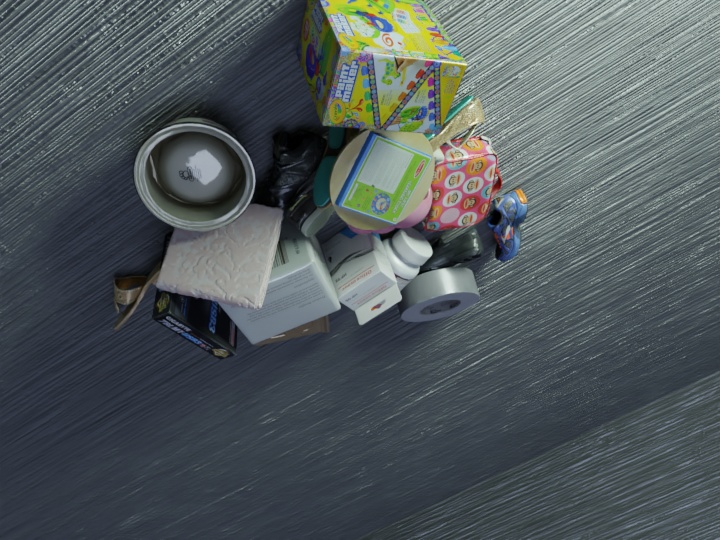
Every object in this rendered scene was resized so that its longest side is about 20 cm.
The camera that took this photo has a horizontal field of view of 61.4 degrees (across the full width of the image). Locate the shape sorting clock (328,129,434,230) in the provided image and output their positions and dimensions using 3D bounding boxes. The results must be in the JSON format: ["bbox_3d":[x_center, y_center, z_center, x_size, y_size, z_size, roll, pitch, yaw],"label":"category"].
[{"bbox_3d":[0.038,-0.160,1.048,0.199,0.039,0.201,-11,125,-16],"label":"shape sorting clock"}]

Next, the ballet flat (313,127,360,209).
[{"bbox_3d":[-0.031,-0.201,1.071,0.063,0.068,0.201,10,94,-51],"label":"ballet flat"}]

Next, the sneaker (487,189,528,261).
[{"bbox_3d":[0.329,-0.103,1.406,0.078,0.075,0.201,-5,132,-3],"label":"sneaker"}]

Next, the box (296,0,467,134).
[{"bbox_3d":[0.023,-0.320,0.916,0.192,0.200,0.122,0,138,-21],"label":"box"}]

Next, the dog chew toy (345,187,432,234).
[{"bbox_3d":[0.044,-0.130,1.204,0.124,0.125,0.200,21,151,-39],"label":"dog chew toy"}]

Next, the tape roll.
[{"bbox_3d":[0.188,0.062,1.487,0.199,0.066,0.200,-12,160,-4],"label":"tape roll"}]

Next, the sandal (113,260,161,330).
[{"bbox_3d":[-0.469,0.029,1.245,0.070,0.078,0.212,38,110,-24],"label":"sandal"}]

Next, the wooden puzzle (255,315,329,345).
[{"bbox_3d":[-0.179,0.099,1.452,0.199,0.046,0.186,-8,140,-6],"label":"wooden puzzle"}]

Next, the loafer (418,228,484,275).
[{"bbox_3d":[0.191,-0.040,1.420,0.200,0.071,0.068,-21,164,29],"label":"loafer"}]

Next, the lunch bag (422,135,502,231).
[{"bbox_3d":[0.208,-0.176,1.251,0.175,0.082,0.200,-11,140,-11],"label":"lunch bag"}]

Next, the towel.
[{"bbox_3d":[-0.251,-0.037,1.100,0.199,0.192,0.032,11,164,12],"label":"towel"}]

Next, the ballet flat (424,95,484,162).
[{"bbox_3d":[0.151,-0.242,1.130,0.200,0.071,0.065,-37,107,4],"label":"ballet flat"}]

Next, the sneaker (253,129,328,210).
[{"bbox_3d":[-0.146,-0.182,1.111,0.199,0.076,0.114,-39,135,18],"label":"sneaker"}]

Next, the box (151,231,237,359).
[{"bbox_3d":[-0.318,0.049,1.209,0.050,0.201,0.199,-20,142,20],"label":"box"}]

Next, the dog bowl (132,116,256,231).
[{"bbox_3d":[-0.279,-0.171,1.038,0.199,0.074,0.201,-5,126,-8],"label":"dog bowl"}]

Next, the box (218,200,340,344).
[{"bbox_3d":[-0.173,-0.001,1.210,0.198,0.200,0.172,-22,139,3],"label":"box"}]

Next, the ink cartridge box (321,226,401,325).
[{"bbox_3d":[0.000,0.000,1.279,0.116,0.200,0.067,-34,139,17],"label":"ink cartridge box"}]

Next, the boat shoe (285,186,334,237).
[{"bbox_3d":[-0.057,-0.150,1.146,0.201,0.060,0.072,-47,163,-25],"label":"boat shoe"}]

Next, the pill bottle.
[{"bbox_3d":[0.063,-0.002,1.374,0.109,0.110,0.200,18,128,-37],"label":"pill bottle"}]
